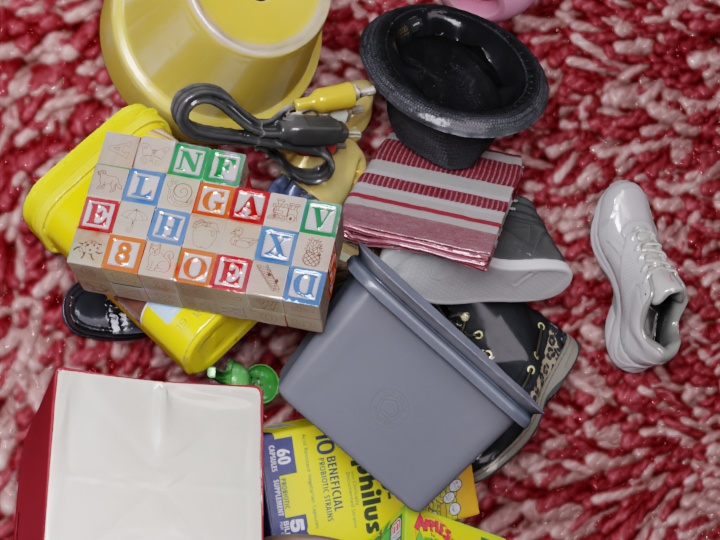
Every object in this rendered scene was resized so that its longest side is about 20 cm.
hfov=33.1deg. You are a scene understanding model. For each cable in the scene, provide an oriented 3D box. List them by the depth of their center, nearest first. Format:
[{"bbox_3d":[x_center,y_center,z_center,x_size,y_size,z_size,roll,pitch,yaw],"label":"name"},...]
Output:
[{"bbox_3d":[-0.080,-0.123,1.042,0.198,0.098,0.051,1,43,-32],"label":"cable"}]

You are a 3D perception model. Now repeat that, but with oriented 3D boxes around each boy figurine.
[{"bbox_3d":[-0.046,-0.098,1.138,0.124,0.064,0.202,32,71,-33],"label":"boy figurine"}]

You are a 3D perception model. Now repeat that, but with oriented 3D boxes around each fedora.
[{"bbox_3d":[0.082,-0.165,1.153,0.198,0.092,0.202,7,44,-7],"label":"fedora"}]

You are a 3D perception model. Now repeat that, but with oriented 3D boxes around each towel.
[{"bbox_3d":[0.068,-0.069,1.116,0.143,0.023,0.200,13,33,10],"label":"towel"}]

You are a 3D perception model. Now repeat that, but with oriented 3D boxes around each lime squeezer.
[{"bbox_3d":[-0.093,0.104,1.087,0.199,0.070,0.038,18,91,-53],"label":"lime squeezer"}]

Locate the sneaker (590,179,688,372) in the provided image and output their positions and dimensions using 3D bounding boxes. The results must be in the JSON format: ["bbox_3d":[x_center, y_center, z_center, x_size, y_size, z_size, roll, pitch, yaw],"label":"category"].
[{"bbox_3d":[0.298,0.003,1.249,0.077,0.099,0.202,-9,88,-22],"label":"sneaker"}]

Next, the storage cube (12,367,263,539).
[{"bbox_3d":[-0.182,0.193,0.972,0.169,0.180,0.202,8,63,-20],"label":"storage cube"}]

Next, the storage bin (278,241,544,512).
[{"bbox_3d":[0.029,0.092,1.013,0.200,0.146,0.134,42,93,-6],"label":"storage bin"}]

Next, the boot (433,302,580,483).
[{"bbox_3d":[0.114,0.090,1.175,0.154,0.073,0.204,47,56,-9],"label":"boot"}]

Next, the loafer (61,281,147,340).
[{"bbox_3d":[-0.164,0.019,1.083,0.198,0.063,0.073,-7,87,-22],"label":"loafer"}]

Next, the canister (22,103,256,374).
[{"bbox_3d":[-0.165,-0.027,1.028,0.200,0.087,0.149,40,72,18],"label":"canister"}]

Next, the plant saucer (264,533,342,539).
[{"bbox_3d":[-0.031,0.299,1.032,0.199,0.200,0.030,34,38,-15],"label":"plant saucer"}]

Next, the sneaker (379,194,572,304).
[{"bbox_3d":[0.098,-0.027,1.138,0.198,0.071,0.100,4,48,-26],"label":"sneaker"}]

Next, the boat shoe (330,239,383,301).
[{"bbox_3d":[0.000,0.000,1.123,0.200,0.071,0.077,37,52,-51],"label":"boat shoe"}]

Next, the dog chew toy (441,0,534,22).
[{"bbox_3d":[0.142,-0.351,1.218,0.124,0.124,0.202,27,68,-17],"label":"dog chew toy"}]

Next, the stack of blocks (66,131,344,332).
[{"bbox_3d":[-0.115,-0.031,0.950,0.198,0.059,0.116,10,68,6],"label":"stack of blocks"}]

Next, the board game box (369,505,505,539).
[{"bbox_3d":[0.033,0.288,1.066,0.101,0.200,0.048,22,42,-18],"label":"board game box"}]

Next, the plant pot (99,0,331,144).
[{"bbox_3d":[-0.115,-0.225,1.062,0.199,0.189,0.203,2,85,-21],"label":"plant pot"}]

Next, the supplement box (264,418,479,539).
[{"bbox_3d":[-0.008,0.185,1.103,0.198,0.109,0.110,-8,88,-23],"label":"supplement box"}]
